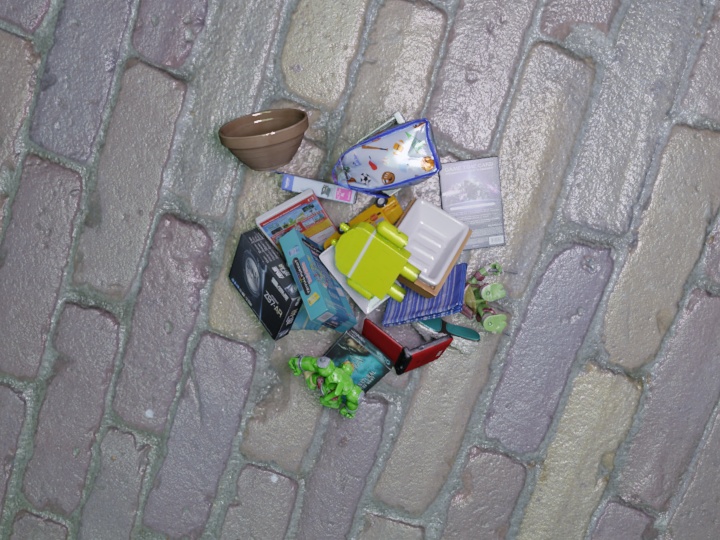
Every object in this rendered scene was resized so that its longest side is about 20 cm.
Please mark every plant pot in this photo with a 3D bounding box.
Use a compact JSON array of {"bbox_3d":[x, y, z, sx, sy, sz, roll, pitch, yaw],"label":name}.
[{"bbox_3d":[-0.205,-0.280,1.440,0.195,0.202,0.095,-7,119,4],"label":"plant pot"}]

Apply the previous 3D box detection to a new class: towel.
[{"bbox_3d":[0.143,0.052,1.467,0.196,0.147,0.024,-15,129,28],"label":"towel"}]

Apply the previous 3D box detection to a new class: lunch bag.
[{"bbox_3d":[0.051,-0.202,1.248,0.195,0.170,0.127,-15,96,10],"label":"lunch bag"}]

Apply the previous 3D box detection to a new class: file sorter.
[{"bbox_3d":[0.071,-0.248,1.423,0.123,0.200,0.141,-30,97,11],"label":"file sorter"}]

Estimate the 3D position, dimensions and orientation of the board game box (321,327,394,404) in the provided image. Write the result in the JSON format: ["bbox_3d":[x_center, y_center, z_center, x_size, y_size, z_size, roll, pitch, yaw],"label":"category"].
[{"bbox_3d":[-0.025,0.228,1.535,0.134,0.028,0.201,39,132,-2],"label":"board game box"}]

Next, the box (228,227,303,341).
[{"bbox_3d":[-0.212,0.032,1.477,0.201,0.043,0.161,51,139,19],"label":"box"}]

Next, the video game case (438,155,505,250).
[{"bbox_3d":[0.257,-0.152,1.519,0.139,0.019,0.206,-6,98,3],"label":"video game case"}]

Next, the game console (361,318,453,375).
[{"bbox_3d":[0.101,0.156,1.495,0.169,0.201,0.121,-21,74,-9],"label":"game console"}]

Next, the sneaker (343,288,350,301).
[{"bbox_3d":[0.021,0.006,1.534,0.196,0.075,0.082,-27,111,9],"label":"sneaker"}]

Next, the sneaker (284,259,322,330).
[{"bbox_3d":[-0.122,0.054,1.526,0.127,0.080,0.204,6,124,-2],"label":"sneaker"}]

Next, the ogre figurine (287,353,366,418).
[{"bbox_3d":[-0.063,0.259,1.495,0.119,0.097,0.203,-27,94,51],"label":"ogre figurine"}]

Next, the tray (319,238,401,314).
[{"bbox_3d":[0.000,0.000,1.469,0.106,0.022,0.201,-36,122,4],"label":"tray"}]

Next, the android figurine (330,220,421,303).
[{"bbox_3d":[0.026,-0.021,1.378,0.198,0.041,0.184,34,125,5],"label":"android figurine"}]

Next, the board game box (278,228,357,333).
[{"bbox_3d":[-0.091,0.025,1.428,0.046,0.151,0.203,-31,64,13],"label":"board game box"}]

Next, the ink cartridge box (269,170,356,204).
[{"bbox_3d":[-0.103,-0.186,1.477,0.195,0.119,0.043,15,97,0],"label":"ink cartridge box"}]

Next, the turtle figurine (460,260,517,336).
[{"bbox_3d":[0.302,0.063,1.465,0.197,0.194,0.146,28,97,-5],"label":"turtle figurine"}]

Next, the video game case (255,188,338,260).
[{"bbox_3d":[-0.130,-0.087,1.477,0.140,0.201,0.018,-27,53,5],"label":"video game case"}]

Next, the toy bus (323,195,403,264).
[{"bbox_3d":[0.012,-0.084,1.493,0.198,0.065,0.079,-34,53,2],"label":"toy bus"}]

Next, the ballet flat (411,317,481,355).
[{"bbox_3d":[0.187,0.149,1.548,0.196,0.072,0.073,23,99,-1],"label":"ballet flat"}]

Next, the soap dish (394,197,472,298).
[{"bbox_3d":[0.139,-0.048,1.456,0.155,0.082,0.202,30,59,8],"label":"soap dish"}]
